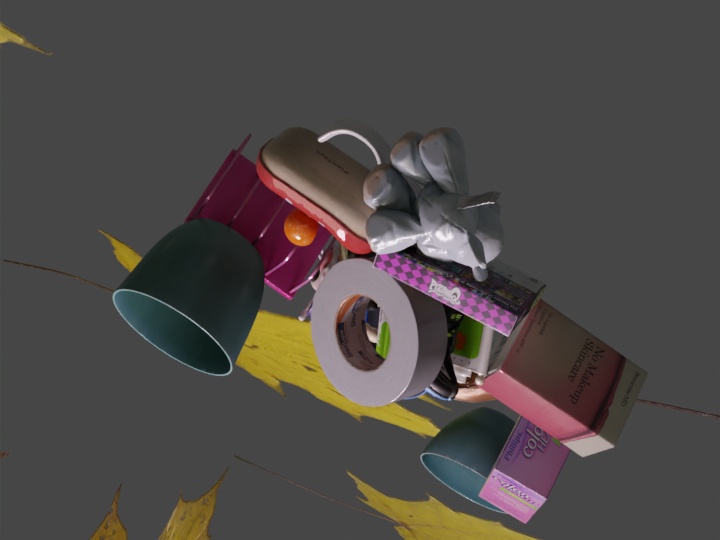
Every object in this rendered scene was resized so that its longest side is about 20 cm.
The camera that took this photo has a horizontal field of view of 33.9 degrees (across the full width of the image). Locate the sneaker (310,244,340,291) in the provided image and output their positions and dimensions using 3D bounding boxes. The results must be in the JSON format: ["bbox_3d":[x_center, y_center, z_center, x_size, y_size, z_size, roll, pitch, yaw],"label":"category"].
[{"bbox_3d":[0.000,0.000,1.772,0.104,0.076,0.199,38,141,-21],"label":"sneaker"}]

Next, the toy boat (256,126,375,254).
[{"bbox_3d":[-0.059,-0.088,1.581,0.198,0.131,0.132,34,121,3],"label":"toy boat"}]

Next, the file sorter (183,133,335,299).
[{"bbox_3d":[-0.131,-0.082,1.743,0.199,0.140,0.125,36,158,-10],"label":"file sorter"}]

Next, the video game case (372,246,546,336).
[{"bbox_3d":[0.134,0.006,1.554,0.198,0.036,0.181,27,-160,13],"label":"video game case"}]

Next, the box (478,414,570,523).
[{"bbox_3d":[0.284,0.296,1.937,0.096,0.177,0.201,28,159,10],"label":"box"}]

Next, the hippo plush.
[{"bbox_3d":[0.116,-0.079,1.439,0.197,0.162,0.160,8,174,35],"label":"hippo plush"}]

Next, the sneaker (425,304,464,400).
[{"bbox_3d":[0.106,0.079,1.638,0.082,0.204,0.070,-15,168,37],"label":"sneaker"}]

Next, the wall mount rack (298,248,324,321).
[{"bbox_3d":[-0.050,0.060,1.913,0.201,0.074,0.175,59,-172,-30],"label":"wall mount rack"}]

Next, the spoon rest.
[{"bbox_3d":[0.032,-0.115,1.519,0.200,0.100,0.060,48,130,-11],"label":"spoon rest"}]

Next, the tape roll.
[{"bbox_3d":[0.023,0.080,1.609,0.198,0.204,0.066,14,-163,40],"label":"tape roll"}]

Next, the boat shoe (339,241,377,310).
[{"bbox_3d":[0.004,-0.034,1.689,0.064,0.074,0.203,7,122,7],"label":"boat shoe"}]

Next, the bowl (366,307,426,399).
[{"bbox_3d":[0.063,0.097,1.841,0.198,0.039,0.205,12,108,41],"label":"bowl"}]

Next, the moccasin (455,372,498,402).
[{"bbox_3d":[0.209,0.159,1.823,0.198,0.074,0.079,-1,133,22],"label":"moccasin"}]

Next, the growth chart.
[{"bbox_3d":[0.105,0.092,1.690,0.197,0.148,0.018,1,179,31],"label":"growth chart"}]

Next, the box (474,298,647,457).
[{"bbox_3d":[0.284,0.153,1.681,0.198,0.129,0.109,33,159,-4],"label":"box"}]

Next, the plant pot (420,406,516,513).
[{"bbox_3d":[0.227,0.332,2.161,0.198,0.136,0.201,28,160,11],"label":"plant pot"}]

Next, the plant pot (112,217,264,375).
[{"bbox_3d":[-0.230,0.025,1.697,0.198,0.162,0.202,25,155,12],"label":"plant pot"}]

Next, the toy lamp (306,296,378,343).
[{"bbox_3d":[0.016,0.094,1.766,0.198,0.059,0.058,29,160,-4],"label":"toy lamp"}]
